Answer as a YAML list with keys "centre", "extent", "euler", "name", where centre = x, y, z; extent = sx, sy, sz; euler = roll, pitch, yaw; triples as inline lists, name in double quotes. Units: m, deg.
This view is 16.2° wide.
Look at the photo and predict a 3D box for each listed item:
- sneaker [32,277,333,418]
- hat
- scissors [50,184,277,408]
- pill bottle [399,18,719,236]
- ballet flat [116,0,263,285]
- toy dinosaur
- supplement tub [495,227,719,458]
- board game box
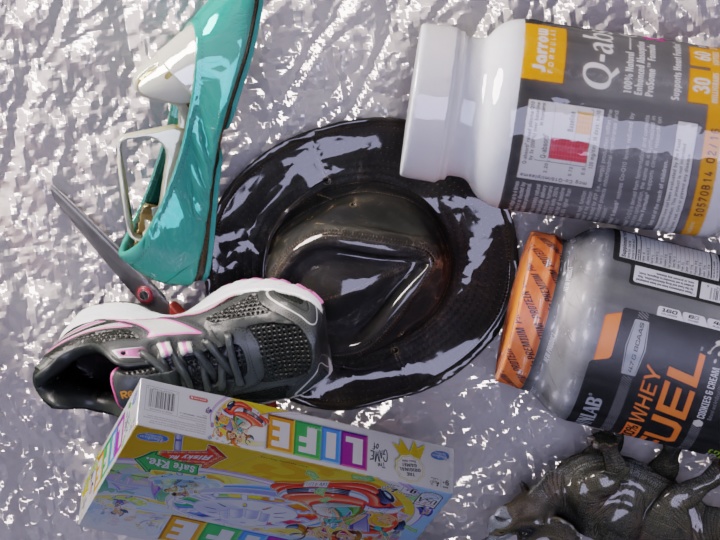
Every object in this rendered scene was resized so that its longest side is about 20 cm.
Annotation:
- centre: [-0.111, 0.061, 1.540]
  extent: [0.199, 0.086, 0.081]
  euler: [-11, 105, 29]
  name: "sneaker"
- centre: [0.000, 0.000, 1.566]
  extent: [0.200, 0.081, 0.201]
  euler: [0, 98, 1]
  name: "hat"
- centre: [-0.122, 0.020, 1.596]
  extent: [0.073, 0.014, 0.200]
  euler: [-26, 96, 31]
  name: "scissors"
- centre: [0.128, -0.089, 1.534]
  extent: [0.199, 0.116, 0.117]
  euler: [8, 99, -1]
  name: "pill bottle"
- centre: [-0.111, -0.089, 1.556]
  extent: [0.070, 0.067, 0.201]
  euler: [9, 100, -18]
  name: "ballet flat"
- centre: [0.176, 0.145, 1.601]
  extent: [0.199, 0.077, 0.103]
  euler: [10, 118, -8]
  name: "toy dinosaur"
- centre: [0.189, 0.045, 1.550]
  extent: [0.199, 0.123, 0.123]
  euler: [14, 99, 0]
  name: "supplement tub"
- centre: [-0.059, 0.133, 1.548]
  extent: [0.199, 0.135, 0.034]
  euler: [13, 54, -15]
  name: "board game box"
